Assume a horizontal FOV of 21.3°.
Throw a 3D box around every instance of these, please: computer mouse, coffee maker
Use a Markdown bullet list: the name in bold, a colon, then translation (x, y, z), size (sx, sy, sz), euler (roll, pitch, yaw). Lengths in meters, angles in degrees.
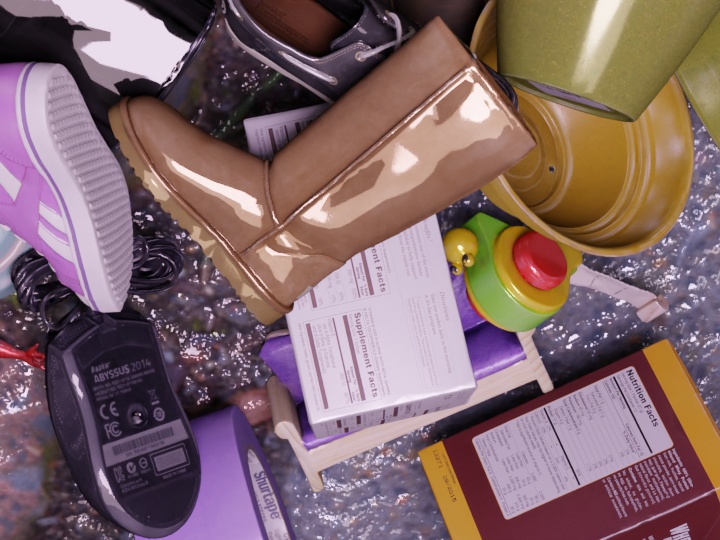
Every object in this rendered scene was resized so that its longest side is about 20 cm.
- **computer mouse**: translation (-0.163, 0.081, 1.267), size (0.138, 0.053, 0.200), euler (-10, 84, -45)
- **coffee maker**: translation (-0.203, -0.168, 1.183), size (0.200, 0.192, 0.135), euler (33, 124, -18)

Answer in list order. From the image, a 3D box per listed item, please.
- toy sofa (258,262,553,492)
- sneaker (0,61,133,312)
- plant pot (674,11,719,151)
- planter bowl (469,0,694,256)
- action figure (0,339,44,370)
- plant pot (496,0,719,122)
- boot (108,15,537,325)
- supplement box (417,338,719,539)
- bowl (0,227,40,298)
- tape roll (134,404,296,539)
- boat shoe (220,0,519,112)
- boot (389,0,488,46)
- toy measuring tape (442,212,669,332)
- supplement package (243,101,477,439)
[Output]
- **toy sofa**: translation (0.030, 0.069, 1.386), size (0.200, 0.083, 0.098), euler (-23, 114, 3)
- **sneaker**: translation (-0.212, -0.050, 1.181), size (0.114, 0.073, 0.201), euler (-3, 135, 13)
- **plant pot**: translation (0.308, -0.165, 1.278), size (0.193, 0.200, 0.200), euler (-29, 113, 18)
- **planter bowl**: translation (0.128, -0.096, 1.307), size (0.200, 0.200, 0.083), euler (39, 146, -20)
- **action figure**: translation (-0.286, 0.108, 1.366), size (0.099, 0.065, 0.200), euler (22, 110, 9)
- **plant pot**: translation (0.160, -0.202, 1.204), size (0.187, 0.187, 0.200), euler (19, 91, -14)
- **boot**: translation (-0.024, -0.086, 1.148), size (0.200, 0.066, 0.175), euler (-37, 105, 12)
- **supplement box**: translation (0.179, 0.190, 1.392), size (0.200, 0.133, 0.197), euler (-25, 138, 4)
- **bowl**: translation (-0.272, -0.055, 1.251), size (0.201, 0.105, 0.201), euler (-4, 107, -13)
- **tape roll**: translation (-0.096, 0.203, 1.362), size (0.085, 0.200, 0.200), euler (-20, 114, 2)
- **boat shoe**: translation (0.006, -0.133, 1.182), size (0.200, 0.068, 0.072), euler (26, 75, 3)
- **boot**: translation (0.053, -0.208, 1.262), size (0.075, 0.097, 0.200), euler (4, 112, 2)
- **toy measuring tape**: translation (0.137, 0.019, 1.324), size (0.200, 0.074, 0.074), euler (22, 109, -30)
- **supplement package**: translation (0.000, 0.000, 1.273), size (0.111, 0.156, 0.200), euler (-12, 82, -1)
